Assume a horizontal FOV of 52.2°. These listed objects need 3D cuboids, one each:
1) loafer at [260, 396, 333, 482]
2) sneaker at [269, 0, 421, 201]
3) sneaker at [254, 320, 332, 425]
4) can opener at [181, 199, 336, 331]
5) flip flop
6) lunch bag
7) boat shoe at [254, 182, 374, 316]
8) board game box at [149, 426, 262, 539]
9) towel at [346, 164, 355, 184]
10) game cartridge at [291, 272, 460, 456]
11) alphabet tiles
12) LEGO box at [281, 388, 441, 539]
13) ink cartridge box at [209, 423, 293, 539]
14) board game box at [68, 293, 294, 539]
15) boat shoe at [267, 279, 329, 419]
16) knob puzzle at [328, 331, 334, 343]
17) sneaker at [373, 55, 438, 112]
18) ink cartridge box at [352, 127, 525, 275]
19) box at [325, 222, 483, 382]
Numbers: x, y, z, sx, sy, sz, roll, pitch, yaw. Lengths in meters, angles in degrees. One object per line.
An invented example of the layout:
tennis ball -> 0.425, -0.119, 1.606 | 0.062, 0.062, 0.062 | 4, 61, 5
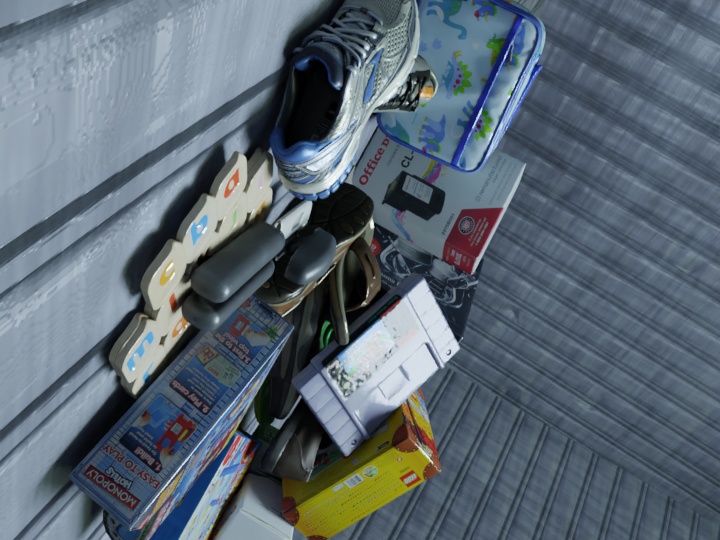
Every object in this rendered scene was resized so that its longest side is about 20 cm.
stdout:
loafer -> -0.053, 0.193, 0.942 | 0.201, 0.071, 0.073 | -53, 177, -44
sneaker -> -0.012, -0.157, 0.573 | 0.204, 0.076, 0.085 | -67, 162, -7
sneaker -> -0.083, 0.126, 1.015 | 0.203, 0.082, 0.074 | -60, 172, -13
can opener -> -0.071, -0.005, 0.611 | 0.054, 0.066, 0.200 | -64, 174, 28
flip flop -> 0.000, 0.000, 0.869 | 0.202, 0.056, 0.082 | -73, 164, -48
lunch bag -> 0.120, -0.230, 0.872 | 0.203, 0.158, 0.082 | -65, 172, 25
boat shoe -> -0.058, -0.021, 0.762 | 0.200, 0.075, 0.074 | -45, 169, -42
board game box -> -0.197, 0.271, 0.849 | 0.203, 0.055, 0.196 | -61, 172, -13
towel -> -0.046, -0.043, 0.912 | 0.145, 0.022, 0.201 | -60, 172, -22
game cartridge -> 0.023, 0.112, 0.881 | 0.199, 0.038, 0.131 | -41, 127, -14
alphabet tiles -> -0.125, 0.002, 0.573 | 0.202, 0.014, 0.196 | -59, 174, -25
LEGO box -> -0.007, 0.236, 0.963 | 0.198, 0.077, 0.150 | -34, -152, 14
ink cartridge box -> -0.151, 0.329, 1.005 | 0.148, 0.082, 0.201 | -55, -169, 17
board game box -> -0.159, 0.143, 0.611 | 0.200, 0.061, 0.201 | -49, 173, -50
boat shoe -> -0.089, 0.089, 0.899 | 0.075, 0.072, 0.204 | -53, 163, -63
knob puzzle -> -0.043, 0.107, 1.144 | 0.221, 0.030, 0.222 | -90, -155, -58
sneaker -> 0.030, -0.189, 0.719 | 0.075, 0.078, 0.200 | -63, 171, 26
ink cartridge box -> 0.096, -0.111, 0.975 | 0.148, 0.197, 0.083 | -60, 169, -9
box -> 0.054, 0.017, 1.036 | 0.105, 0.197, 0.183 | -57, -176, 39
